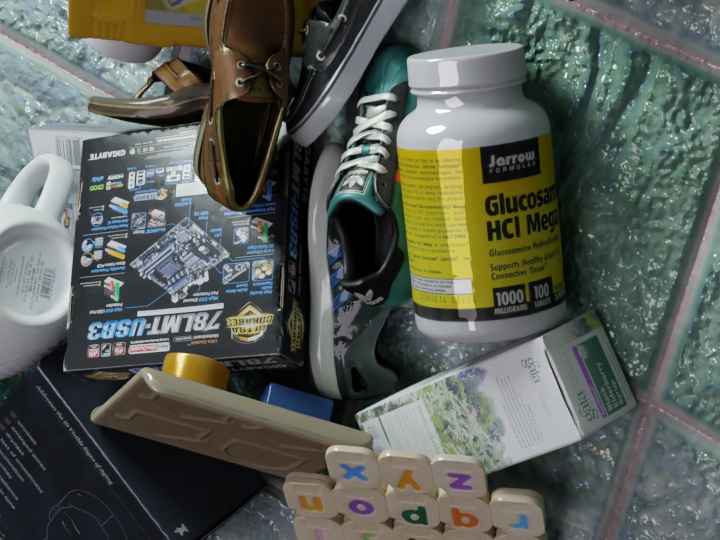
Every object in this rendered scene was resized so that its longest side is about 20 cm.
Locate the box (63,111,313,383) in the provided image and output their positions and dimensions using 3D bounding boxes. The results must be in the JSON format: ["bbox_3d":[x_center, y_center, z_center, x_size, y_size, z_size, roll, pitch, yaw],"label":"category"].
[{"bbox_3d":[-0.136,-0.017,1.560,0.198,0.050,0.200,-6,73,25],"label":"box"}]

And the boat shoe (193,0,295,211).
[{"bbox_3d":[-0.079,-0.142,1.462,0.068,0.071,0.202,-128,40,-59],"label":"boat shoe"}]

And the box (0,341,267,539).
[{"bbox_3d":[-0.221,0.174,1.691,0.201,0.124,0.196,52,137,3],"label":"box"}]

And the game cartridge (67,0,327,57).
[{"bbox_3d":[-0.119,-0.243,1.469,0.198,0.033,0.177,3,130,-5],"label":"game cartridge"}]

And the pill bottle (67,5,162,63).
[{"bbox_3d":[-0.156,-0.265,1.545,0.112,0.112,0.200,48,127,18],"label":"pill bottle"}]

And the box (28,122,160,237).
[{"bbox_3d":[-0.214,-0.025,1.710,0.155,0.041,0.202,5,105,39],"label":"box"}]

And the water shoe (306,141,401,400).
[{"bbox_3d":[0.000,0.000,1.535,0.078,0.072,0.202,1,98,5],"label":"water shoe"}]

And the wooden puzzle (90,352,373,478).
[{"bbox_3d":[-0.101,0.112,1.531,0.200,0.184,0.047,150,136,-67],"label":"wooden puzzle"}]

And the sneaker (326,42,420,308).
[{"bbox_3d":[0.017,-0.074,1.460,0.071,0.080,0.202,-6,83,40],"label":"sneaker"}]

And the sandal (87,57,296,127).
[{"bbox_3d":[-0.134,-0.147,1.588,0.199,0.081,0.055,-4,81,40],"label":"sandal"}]

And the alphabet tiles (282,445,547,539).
[{"bbox_3d":[0.043,0.189,1.488,0.198,0.015,0.196,3,142,13],"label":"alphabet tiles"}]

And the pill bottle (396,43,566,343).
[{"bbox_3d":[0.085,-0.057,1.405,0.112,0.112,0.202,3,105,39],"label":"pill bottle"}]

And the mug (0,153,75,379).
[{"bbox_3d":[-0.298,-0.008,1.658,0.175,0.147,0.201,-16,49,58],"label":"mug"}]

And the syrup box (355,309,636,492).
[{"bbox_3d":[0.099,0.104,1.461,0.199,0.081,0.079,-26,87,41],"label":"syrup box"}]

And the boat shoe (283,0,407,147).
[{"bbox_3d":[-0.013,-0.184,1.471,0.056,0.069,0.201,28,118,-11],"label":"boat shoe"}]
